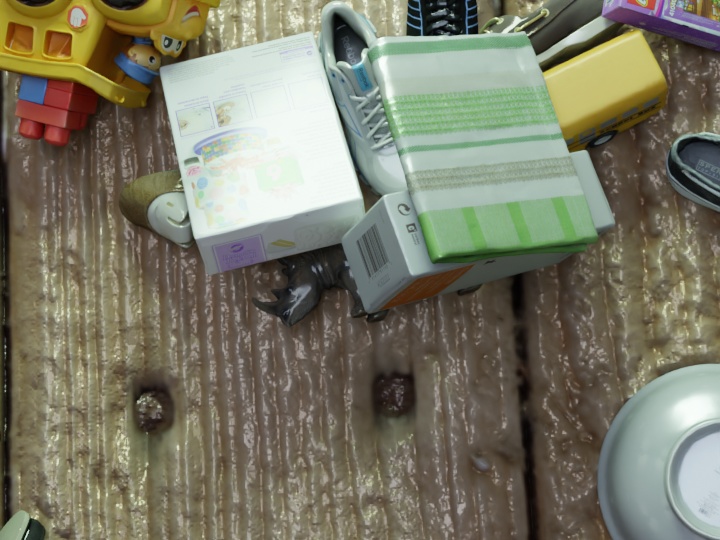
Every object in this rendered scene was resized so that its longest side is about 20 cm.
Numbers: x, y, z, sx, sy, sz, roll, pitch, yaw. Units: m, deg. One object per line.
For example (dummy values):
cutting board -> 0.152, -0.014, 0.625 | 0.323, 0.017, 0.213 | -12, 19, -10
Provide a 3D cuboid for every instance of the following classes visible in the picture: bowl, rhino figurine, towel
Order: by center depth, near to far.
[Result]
towel -> 0.094, -0.099, 1.099 | 0.148, 0.031, 0.201 | -6, 66, -19
bowl -> 0.293, 0.171, 1.122 | 0.200, 0.090, 0.203 | -2, 79, 9
rhino figurine -> 0.000, 0.000, 1.212 | 0.199, 0.060, 0.088 | -16, 74, 3

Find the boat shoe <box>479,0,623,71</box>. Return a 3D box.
boat shoe -> 0.141, -0.198, 1.209 | 0.199, 0.072, 0.060 | -30, 84, -10

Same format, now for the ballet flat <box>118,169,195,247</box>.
ballet flat -> -0.127, -0.049, 1.235 | 0.198, 0.073, 0.068 | 2, 125, 6

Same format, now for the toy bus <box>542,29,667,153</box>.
toy bus -> 0.163, -0.131, 1.201 | 0.199, 0.078, 0.065 | -25, 77, 4

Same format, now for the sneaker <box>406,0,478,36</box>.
sneaker -> 0.071, -0.241, 1.236 | 0.070, 0.078, 0.202 | -5, 80, 7

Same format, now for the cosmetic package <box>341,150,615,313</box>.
cosmetic package -> 0.097, -0.032, 1.140 | 0.199, 0.101, 0.072 | -15, 77, -25

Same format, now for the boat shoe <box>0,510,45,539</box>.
boat shoe -> -0.324, 0.314, 1.217 | 0.063, 0.074, 0.202 | 27, 73, -23

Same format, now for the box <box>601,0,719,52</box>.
box -> 0.294, -0.301, 1.203 | 0.136, 0.039, 0.201 | 13, 82, -15

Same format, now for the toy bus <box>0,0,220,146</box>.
toy bus -> -0.241, -0.206, 1.258 | 0.199, 0.136, 0.193 | 11, 94, 15

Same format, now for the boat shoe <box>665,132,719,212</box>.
boat shoe -> 0.355, -0.067, 1.163 | 0.199, 0.068, 0.074 | 29, 86, 13

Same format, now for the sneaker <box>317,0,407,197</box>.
sneaker -> 0.007, -0.150, 1.228 | 0.075, 0.087, 0.201 | -26, 78, 2

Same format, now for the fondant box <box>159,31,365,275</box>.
fondant box -> -0.086, -0.105, 1.203 | 0.143, 0.058, 0.201 | -14, 55, -4
